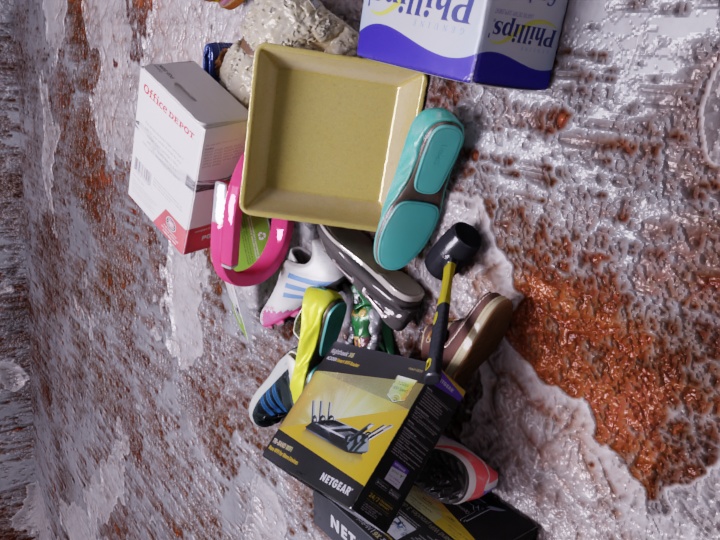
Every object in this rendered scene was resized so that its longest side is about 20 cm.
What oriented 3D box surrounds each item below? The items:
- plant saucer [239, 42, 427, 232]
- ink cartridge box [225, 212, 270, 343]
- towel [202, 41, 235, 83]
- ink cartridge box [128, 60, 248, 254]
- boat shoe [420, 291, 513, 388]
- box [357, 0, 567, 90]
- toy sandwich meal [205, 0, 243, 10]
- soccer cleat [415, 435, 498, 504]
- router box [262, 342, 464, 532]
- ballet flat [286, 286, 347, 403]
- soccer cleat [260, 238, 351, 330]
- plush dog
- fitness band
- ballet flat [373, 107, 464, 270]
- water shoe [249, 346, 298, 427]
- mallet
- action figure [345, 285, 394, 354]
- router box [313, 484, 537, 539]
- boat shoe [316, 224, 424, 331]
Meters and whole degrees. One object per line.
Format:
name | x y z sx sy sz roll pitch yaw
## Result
plant saucer | -0.036 -0.157 0.848 0.049 0.198 0.201 -102 21 -68
ink cartridge box | -0.174 -0.010 1.091 0.148 0.075 0.201 -150 46 -69
towel | -0.197 -0.261 1.047 0.200 0.024 0.146 -67 -17 -71
ink cartridge box | -0.224 -0.147 0.924 0.147 0.083 0.201 44 134 25
boat shoe | 0.094 0.087 0.775 0.072 0.072 0.201 47 138 23
box | 0.101 -0.291 0.682 0.184 0.104 0.201 32 121 47
toy sandwich meal | -0.210 -0.509 1.094 0.205 0.070 0.207 12 105 52
soccer cleat | 0.066 0.209 0.818 0.199 0.073 0.069 18 93 47
router box | -0.003 0.165 0.752 0.200 0.052 0.158 2 54 58
ballet flat | -0.067 0.109 0.962 0.067 0.067 0.201 27 119 27
soccer cleat | -0.088 0.017 1.012 0.200 0.070 0.087 -32 86 42
plush dog | -0.111 -0.272 0.895 0.172 0.160 0.200 -53 53 17
fitness band | -0.134 -0.073 0.924 0.037 0.143 0.201 21 115 25
ballet flat | 0.064 -0.095 0.810 0.071 0.067 0.201 -104 29 -52
water shoe | -0.111 0.198 1.074 0.079 0.071 0.200 54 135 26
mallet | 0.081 0.037 0.729 0.066 0.041 0.201 -49 17 50
action figure | 0.009 0.116 0.919 0.118 0.054 0.202 -8 85 56
router box | 0.065 0.277 0.775 0.200 0.156 0.053 24 118 50
boat shoe | 0.000 0.000 0.896 0.200 0.067 0.057 43 122 37
